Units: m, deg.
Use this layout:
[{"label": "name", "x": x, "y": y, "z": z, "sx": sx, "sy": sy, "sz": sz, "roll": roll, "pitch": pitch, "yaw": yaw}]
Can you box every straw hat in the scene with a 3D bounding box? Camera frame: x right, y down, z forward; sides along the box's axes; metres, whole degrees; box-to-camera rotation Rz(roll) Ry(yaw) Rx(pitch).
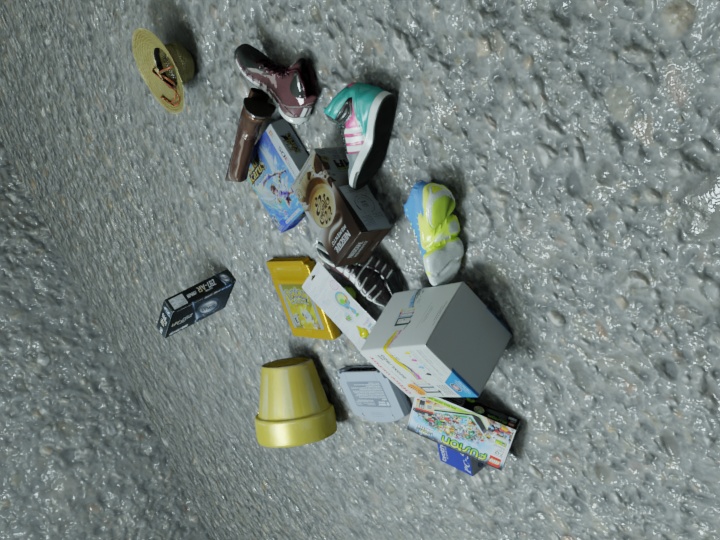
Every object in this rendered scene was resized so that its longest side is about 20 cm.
[{"label": "straw hat", "x": -0.426, "y": -0.466, "z": 1.770, "sx": 0.201, "sy": 0.085, "sz": 0.201, "roll": 36, "pitch": 145, "yaw": 30}]

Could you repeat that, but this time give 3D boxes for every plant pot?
[{"label": "plant pot", "x": -0.169, "y": 0.319, "z": 1.937, "sx": 0.201, "sy": 0.200, "sz": 0.189, "roll": -4, "pitch": 95, "yaw": 53}]

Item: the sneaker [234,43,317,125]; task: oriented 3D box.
[{"label": "sneaker", "x": -0.150, "y": -0.386, "z": 1.495, "sx": 0.200, "sy": 0.076, "sz": 0.116, "roll": 46, "pitch": 140, "yaw": 2}]

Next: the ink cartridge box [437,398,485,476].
[{"label": "ink cartridge box", "x": 0.192, "y": 0.309, "z": 1.576, "sx": 0.094, "sy": 0.044, "sz": 0.200, "roll": 15, "pitch": 125, "yaw": 48}]

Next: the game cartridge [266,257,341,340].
[{"label": "game cartridge", "x": -0.137, "y": 0.065, "z": 1.834, "sx": 0.176, "sy": 0.032, "sz": 0.200, "roll": -1, "pitch": 114, "yaw": 52}]

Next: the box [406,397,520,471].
[{"label": "box", "x": 0.195, "y": 0.296, "z": 1.498, "sx": 0.200, "sy": 0.035, "sz": 0.110, "roll": 20, "pitch": 123, "yaw": 16}]

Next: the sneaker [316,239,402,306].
[{"label": "sneaker", "x": 0.000, "y": 0.000, "z": 1.580, "sx": 0.200, "sy": 0.076, "sz": 0.116, "roll": 40, "pitch": 174, "yaw": 1}]

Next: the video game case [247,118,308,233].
[{"label": "video game case", "x": -0.167, "y": -0.198, "z": 1.668, "sx": 0.182, "sy": 0.045, "sz": 0.200, "roll": 59, "pitch": 146, "yaw": 4}]

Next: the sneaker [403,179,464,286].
[{"label": "sneaker", "x": 0.127, "y": -0.073, "z": 1.374, "sx": 0.105, "sy": 0.076, "sz": 0.200, "roll": -131, "pitch": 31, "yaw": -49}]

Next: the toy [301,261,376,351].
[{"label": "toy", "x": -0.032, "y": 0.073, "z": 1.691, "sx": 0.200, "sy": 0.047, "sz": 0.115, "roll": 49, "pitch": 141, "yaw": 10}]

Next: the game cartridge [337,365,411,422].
[{"label": "game cartridge", "x": 0.032, "y": 0.280, "z": 1.772, "sx": 0.200, "sy": 0.040, "sz": 0.134, "roll": -11, "pitch": 102, "yaw": 55}]

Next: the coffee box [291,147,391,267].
[{"label": "coffee box", "x": -0.039, "y": -0.121, "z": 1.478, "sx": 0.200, "sy": 0.080, "sz": 0.113, "roll": 60, "pitch": 137, "yaw": 22}]

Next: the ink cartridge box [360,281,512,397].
[{"label": "ink cartridge box", "x": 0.131, "y": 0.129, "z": 1.398, "sx": 0.147, "sy": 0.145, "sz": 0.200, "roll": 44, "pitch": 152, "yaw": -20}]

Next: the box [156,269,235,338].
[{"label": "box", "x": -0.443, "y": 0.090, "z": 2.098, "sx": 0.044, "sy": 0.200, "sz": 0.160, "roll": 52, "pitch": 145, "yaw": 13}]

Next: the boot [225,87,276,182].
[{"label": "boot", "x": -0.232, "y": -0.254, "z": 1.581, "sx": 0.186, "sy": 0.064, "sz": 0.200, "roll": -96, "pitch": 27, "yaw": -65}]

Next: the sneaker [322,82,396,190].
[{"label": "sneaker", "x": -0.016, "y": -0.251, "z": 1.395, "sx": 0.121, "sy": 0.084, "sz": 0.200, "roll": 37, "pitch": 132, "yaw": 23}]
